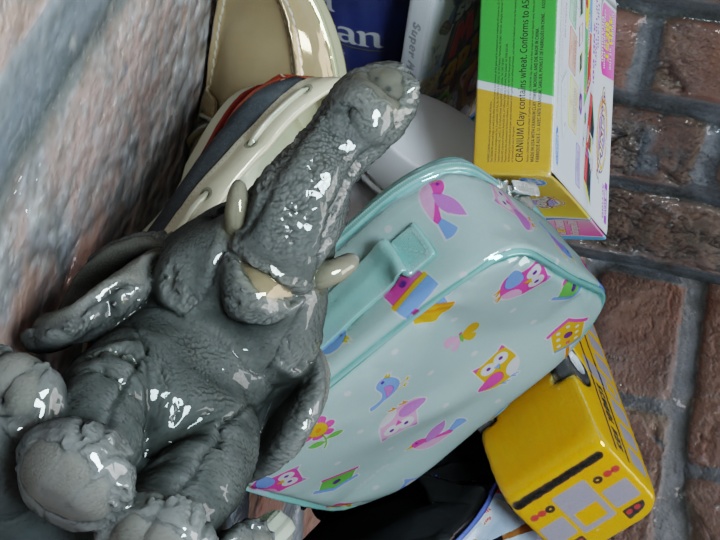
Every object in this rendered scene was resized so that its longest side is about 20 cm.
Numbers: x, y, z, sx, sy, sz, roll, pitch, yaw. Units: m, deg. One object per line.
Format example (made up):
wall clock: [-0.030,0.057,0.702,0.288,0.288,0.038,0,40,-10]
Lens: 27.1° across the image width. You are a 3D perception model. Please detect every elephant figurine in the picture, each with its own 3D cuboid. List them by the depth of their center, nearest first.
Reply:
elephant figurine: [-0.059,0.032,0.574,0.200,0.155,0.142,-62,142,-35]

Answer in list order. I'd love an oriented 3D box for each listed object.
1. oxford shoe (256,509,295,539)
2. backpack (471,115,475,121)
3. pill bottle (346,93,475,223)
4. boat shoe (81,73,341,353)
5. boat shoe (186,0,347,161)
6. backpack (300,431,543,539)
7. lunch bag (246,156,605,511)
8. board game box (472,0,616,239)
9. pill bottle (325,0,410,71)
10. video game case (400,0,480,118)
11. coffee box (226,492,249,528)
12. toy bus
oxford shoe: [-0.088,0.198,0.682,0.200,0.058,0.075,-53,180,-14]
backpack: [0.058,-0.123,1.070,0.200,0.175,0.154,36,49,-82]
pill bottle: [0.000,0.000,0.860,0.200,0.111,0.112,-60,-177,32]
boat shoe: [-0.060,-0.003,0.668,0.071,0.062,0.200,41,63,-34]
boat shoe: [-0.052,-0.060,0.758,0.065,0.072,0.201,-31,128,-51]
backpack: [0.031,0.188,0.853,0.190,0.154,0.200,-39,-170,36]
lunch bag: [0.017,0.032,0.740,0.200,0.077,0.160,-41,148,15]
board game box: [0.107,-0.107,0.828,0.200,0.040,0.154,27,65,-71]
pill bottle: [0.012,-0.196,0.851,0.200,0.111,0.111,87,17,-60]
video game case: [0.072,-0.160,0.857,0.143,0.018,0.200,-43,157,-31]
coffee box: [-0.105,0.234,0.895,0.123,0.044,0.201,-65,165,-57]
toy bus: [0.102,0.058,0.845,0.078,0.065,0.200,44,20,-29]
